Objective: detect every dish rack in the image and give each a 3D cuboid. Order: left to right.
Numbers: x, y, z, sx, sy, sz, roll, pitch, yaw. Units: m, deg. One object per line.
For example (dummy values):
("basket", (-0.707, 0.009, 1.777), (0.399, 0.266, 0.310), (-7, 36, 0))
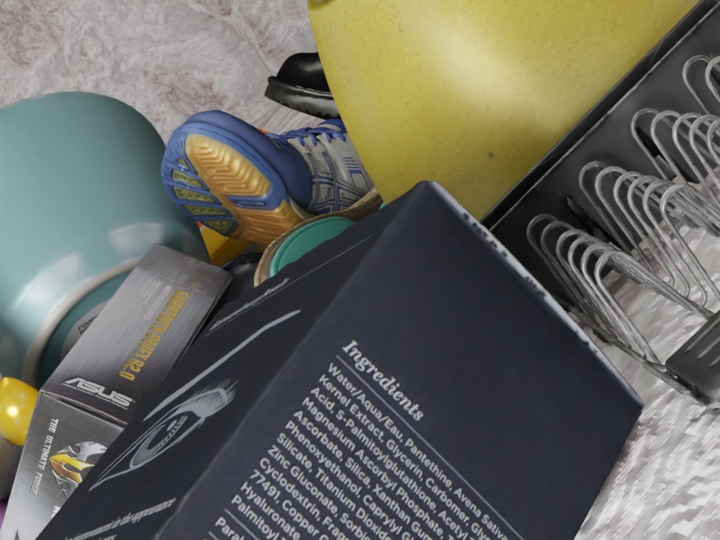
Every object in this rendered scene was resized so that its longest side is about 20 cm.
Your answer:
("dish rack", (0.121, -0.033, 0.454), (0.153, 0.055, 0.200), (-46, 11, 2))

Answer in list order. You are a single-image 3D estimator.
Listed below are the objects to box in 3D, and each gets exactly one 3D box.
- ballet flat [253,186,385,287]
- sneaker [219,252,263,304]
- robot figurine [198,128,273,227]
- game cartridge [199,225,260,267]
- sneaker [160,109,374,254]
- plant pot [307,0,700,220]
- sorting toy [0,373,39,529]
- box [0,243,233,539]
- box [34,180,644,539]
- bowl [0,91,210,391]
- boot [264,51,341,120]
("ballet flat", (0.000, 0.000, 0.731), (0.065, 0.071, 0.200), (-50, -11, 36))
("sneaker", (-0.100, 0.084, 0.852), (0.200, 0.074, 0.088), (-53, 23, 9))
("robot figurine", (-0.121, -0.034, 1.194), (0.200, 0.117, 0.144), (-51, 13, -28))
("game cartridge", (-0.090, 0.001, 1.013), (0.200, 0.032, 0.176), (-44, -14, 16))
("sneaker", (-0.041, -0.054, 0.782), (0.075, 0.200, 0.089), (12, 75, 27))
("plant pot", (0.059, -0.111, 0.653), (0.200, 0.142, 0.200), (-41, 22, 21))
("sorting toy", (-0.224, 0.150, 0.654), (0.201, 0.106, 0.181), (111, 174, -46))
("box", (-0.134, 0.108, 0.706), (0.159, 0.048, 0.201), (-65, -2, -63))
("box", (-0.028, 0.091, 0.425), (0.200, 0.104, 0.148), (-52, 13, -33))
("bowl", (-0.163, 0.012, 0.790), (0.200, 0.105, 0.202), (-31, -36, -26))
("boot", (0.029, -0.174, 0.987), (0.210, 0.079, 0.159), (14, 88, 43))
